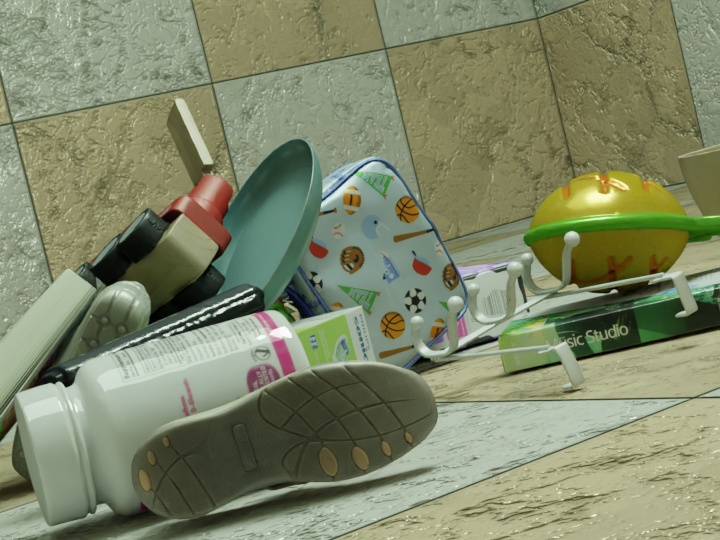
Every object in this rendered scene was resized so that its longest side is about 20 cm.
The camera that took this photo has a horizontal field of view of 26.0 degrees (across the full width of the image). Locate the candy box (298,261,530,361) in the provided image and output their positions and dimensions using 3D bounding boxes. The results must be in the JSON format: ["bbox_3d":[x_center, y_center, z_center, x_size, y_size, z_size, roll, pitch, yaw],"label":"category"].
[{"bbox_3d":[0.055,0.051,1.644,0.198,0.072,0.168,-16,3,-19],"label":"candy box"}]

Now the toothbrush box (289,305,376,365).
[{"bbox_3d":[-0.089,0.099,1.313,0.144,0.087,0.200,-14,1,25],"label":"toothbrush box"}]

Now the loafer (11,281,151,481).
[{"bbox_3d":[-0.240,0.098,1.365,0.201,0.070,0.070,-55,2,14],"label":"loafer"}]

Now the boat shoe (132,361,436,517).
[{"bbox_3d":[-0.049,0.105,1.016,0.198,0.076,0.072,-12,-2,1],"label":"boat shoe"}]

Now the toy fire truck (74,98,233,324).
[{"bbox_3d":[-0.189,-0.044,1.481,0.176,0.129,0.201,-35,19,43],"label":"toy fire truck"}]

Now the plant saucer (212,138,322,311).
[{"bbox_3d":[-0.089,-0.024,1.409,0.027,0.202,0.200,29,-17,-23],"label":"plant saucer"}]

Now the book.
[{"bbox_3d":[-0.311,0.103,1.379,0.201,0.048,0.134,-55,-2,-24],"label":"book"}]

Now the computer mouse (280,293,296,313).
[{"bbox_3d":[-0.031,0.014,1.592,0.199,0.046,0.140,-12,3,32],"label":"computer mouse"}]

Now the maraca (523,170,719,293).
[{"bbox_3d":[0.242,-0.034,1.398,0.198,0.108,0.137,-1,-4,-21],"label":"maraca"}]

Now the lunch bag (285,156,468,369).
[{"bbox_3d":[0.000,0.000,1.485,0.160,0.201,0.075,-40,15,-22],"label":"lunch bag"}]

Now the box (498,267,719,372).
[{"bbox_3d":[0.225,0.042,1.365,0.198,0.037,0.144,-15,3,12],"label":"box"}]

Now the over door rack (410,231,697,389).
[{"bbox_3d":[0.149,0.026,1.263,0.147,0.067,0.199,-28,19,-30],"label":"over door rack"}]

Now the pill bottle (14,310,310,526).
[{"bbox_3d":[-0.137,0.107,1.108,0.198,0.114,0.113,-15,3,-17],"label":"pill bottle"}]

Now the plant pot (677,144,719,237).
[{"bbox_3d":[0.432,-0.073,1.575,0.198,0.136,0.200,-13,3,1],"label":"plant pot"}]

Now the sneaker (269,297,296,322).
[{"bbox_3d":[-0.097,0.087,1.499,0.083,0.077,0.200,-29,-20,-18],"label":"sneaker"}]

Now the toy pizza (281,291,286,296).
[{"bbox_3d":[-0.165,0.059,1.682,0.199,0.201,0.032,-16,46,-36],"label":"toy pizza"}]

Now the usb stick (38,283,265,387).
[{"bbox_3d":[-0.165,0.058,1.261,0.199,0.033,0.055,-25,12,-33],"label":"usb stick"}]
